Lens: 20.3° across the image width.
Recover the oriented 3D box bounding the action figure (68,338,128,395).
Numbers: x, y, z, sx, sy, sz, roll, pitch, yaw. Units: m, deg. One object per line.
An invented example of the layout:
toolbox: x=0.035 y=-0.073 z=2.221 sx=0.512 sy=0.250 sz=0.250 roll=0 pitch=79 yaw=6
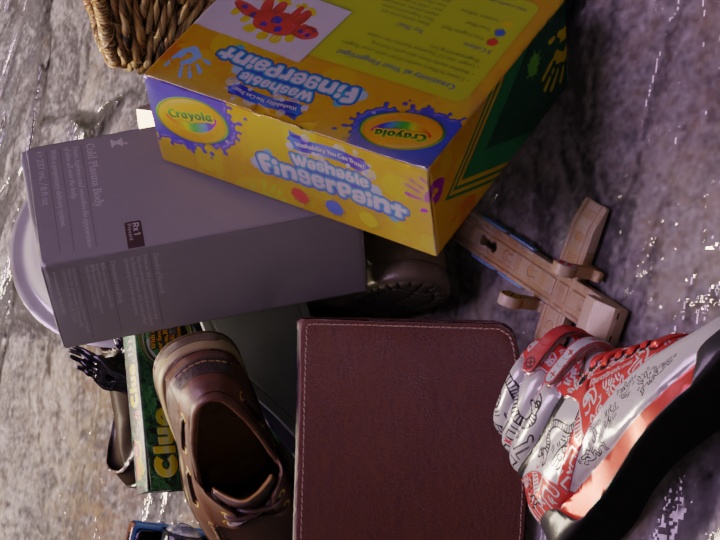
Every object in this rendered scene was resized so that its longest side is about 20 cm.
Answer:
action figure: x=-0.122 y=-0.006 z=1.426 sx=0.200 sy=0.102 sz=0.119 roll=-52 pitch=6 yaw=-39

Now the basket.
basket: x=-0.207 y=-0.260 z=1.664 sx=0.143 sy=0.148 sz=0.200 roll=-55 pitch=41 yaw=35

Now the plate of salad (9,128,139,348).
plate of salad: x=-0.173 y=-0.023 z=1.556 sx=0.048 sy=0.199 sz=0.201 roll=75 pitch=180 yaw=-57

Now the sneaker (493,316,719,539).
sneaker: x=0.142 y=0.060 z=1.101 sx=0.202 sy=0.067 sz=0.108 roll=-57 pitch=48 yaw=39

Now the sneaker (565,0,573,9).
sneaker: x=0.119 y=-0.231 z=1.233 sx=0.079 sy=0.066 sz=0.201 roll=-83 pitch=12 yaw=-60

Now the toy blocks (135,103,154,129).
toy blocks: x=-0.050 y=-0.103 z=1.367 sx=0.136 sy=0.200 sz=0.100 roll=11 pitch=117 yaw=48

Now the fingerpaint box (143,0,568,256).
fingerpaint box: x=0.000 y=-0.113 z=1.210 sx=0.199 sy=0.167 sz=0.074 roll=19 pitch=141 yaw=25

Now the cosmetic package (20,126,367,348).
cosmetic package: x=-0.101 y=-0.031 z=1.251 sx=0.090 sy=0.199 sz=0.107 roll=82 pitch=173 yaw=-49

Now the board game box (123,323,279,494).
board game box: x=-0.109 y=0.046 z=1.346 sx=0.023 sy=0.104 sz=0.201 roll=-18 pitch=74 yaw=54

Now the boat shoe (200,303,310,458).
boat shoe: x=-0.053 y=0.066 z=1.329 sx=0.200 sy=0.076 sz=0.060 roll=57 pitch=160 yaw=-8

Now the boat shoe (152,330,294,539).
boat shoe: x=-0.079 y=0.134 z=1.277 sx=0.068 sy=0.072 sz=0.201 roll=-117 pitch=7 yaw=-56

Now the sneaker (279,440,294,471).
sneaker: x=-0.068 y=0.167 z=1.401 sx=0.077 sy=0.082 sz=0.201 roll=-17 pitch=68 yaw=55

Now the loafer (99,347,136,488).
loafer: x=-0.181 y=0.074 z=1.612 sx=0.073 sy=0.071 sz=0.201 roll=13 pitch=93 yaw=58

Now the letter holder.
letter holder: x=0.031 y=0.131 z=1.248 sx=0.101 sy=0.141 sz=0.201 roll=59 pitch=-148 yaw=-87

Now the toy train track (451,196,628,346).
toy train track: x=0.093 y=-0.003 z=1.232 sx=0.200 sy=0.032 sz=0.115 roll=38 pitch=114 yaw=56

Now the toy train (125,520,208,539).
toy train: x=-0.162 y=0.282 z=1.525 sx=0.114 sy=0.086 sz=0.201 roll=22 pitch=102 yaw=63

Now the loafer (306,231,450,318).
loafer: x=0.000 y=0.000 z=1.347 sx=0.200 sy=0.076 sz=0.068 roll=-15 pitch=61 yaw=56
